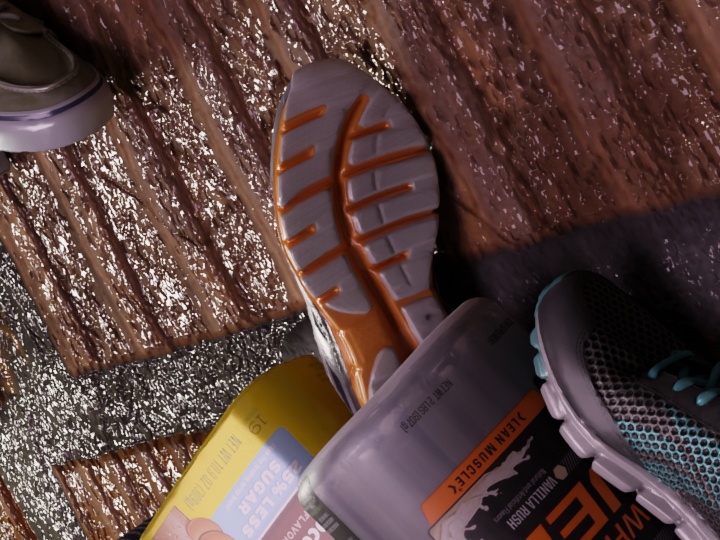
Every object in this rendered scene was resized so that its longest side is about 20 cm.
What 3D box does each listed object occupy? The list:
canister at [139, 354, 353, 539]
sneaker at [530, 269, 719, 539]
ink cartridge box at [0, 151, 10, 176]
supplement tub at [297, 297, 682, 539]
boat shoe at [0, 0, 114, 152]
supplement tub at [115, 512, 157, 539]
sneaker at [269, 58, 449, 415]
[{"bbox_3d":[0.000,0.158,1.234,0.200,0.086,0.149,43,118,16],"label":"canister"},{"bbox_3d":[0.152,0.069,1.018,0.200,0.077,0.091,50,133,11],"label":"sneaker"},{"bbox_3d":[-0.314,-0.104,1.544,0.200,0.083,0.147,-1,115,57],"label":"ink cartridge box"},{"bbox_3d":[0.080,0.119,1.083,0.200,0.123,0.123,43,149,2],"label":"supplement tub"},{"bbox_3d":[-0.203,-0.116,1.376,0.200,0.072,0.062,25,138,49],"label":"boat shoe"},{"bbox_3d":[-0.094,0.203,1.353,0.140,0.199,0.141,41,150,30],"label":"supplement tub"},{"bbox_3d":[0.000,0.000,1.172,0.077,0.078,0.201,-150,44,-70],"label":"sneaker"}]
